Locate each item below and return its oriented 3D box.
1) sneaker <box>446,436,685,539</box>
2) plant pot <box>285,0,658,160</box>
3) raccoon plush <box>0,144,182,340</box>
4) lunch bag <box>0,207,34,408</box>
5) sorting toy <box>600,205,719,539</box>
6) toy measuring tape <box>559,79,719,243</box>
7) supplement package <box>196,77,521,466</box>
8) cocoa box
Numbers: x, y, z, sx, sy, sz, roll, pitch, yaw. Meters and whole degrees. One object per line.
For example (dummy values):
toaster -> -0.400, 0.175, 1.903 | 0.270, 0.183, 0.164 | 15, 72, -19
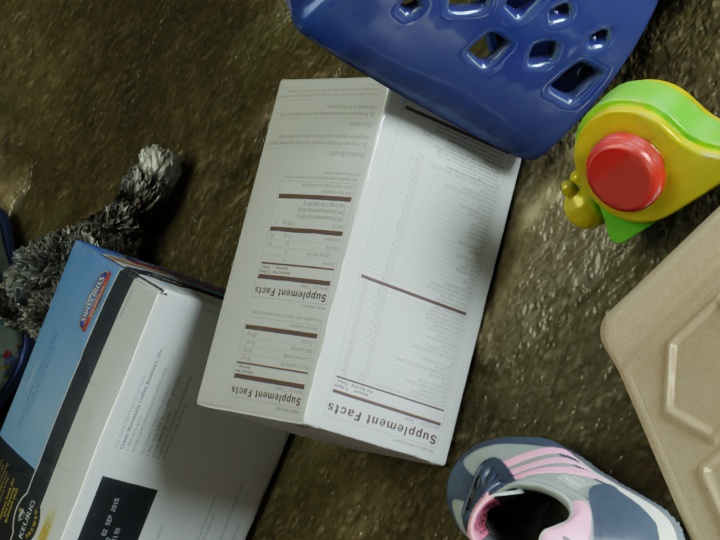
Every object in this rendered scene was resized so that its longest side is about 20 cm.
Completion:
sneaker -> 0.080, 0.121, 1.005 | 0.200, 0.082, 0.070 | 12, 89, 64
plant pot -> 0.075, -0.211, 1.091 | 0.180, 0.200, 0.200 | -38, 46, 28
raccoon plush -> -0.178, 0.016, 1.406 | 0.134, 0.097, 0.200 | 43, 109, 44
lunch bag -> -0.335, 0.043, 1.599 | 0.161, 0.082, 0.200 | -52, 40, 25
sorting toy -> 0.212, 0.050, 0.924 | 0.185, 0.036, 0.200 | -47, 46, 29
toy measuring tape -> 0.169, -0.079, 0.999 | 0.200, 0.073, 0.074 | -35, 48, 42
supplement package -> 0.000, 0.000, 1.152 | 0.109, 0.114, 0.201 | 5, 78, 52
cocoa box -> -0.140, 0.103, 1.271 | 0.131, 0.133, 0.201 | 27, 96, 55
